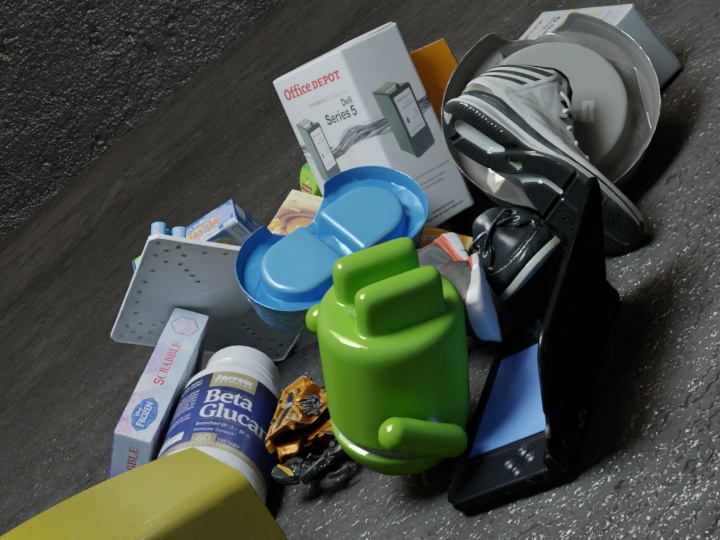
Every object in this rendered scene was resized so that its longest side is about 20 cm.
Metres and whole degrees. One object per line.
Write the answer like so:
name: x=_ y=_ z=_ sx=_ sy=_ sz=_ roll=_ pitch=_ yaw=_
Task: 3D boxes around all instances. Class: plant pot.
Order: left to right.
plant pot: x=-0.147 y=0.254 z=1.098 sx=0.176 sy=0.201 sz=0.200 roll=-38 pitch=17 yaw=-18

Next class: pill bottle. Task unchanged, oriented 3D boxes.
pill bottle: x=-0.133 y=0.163 z=1.357 sx=0.111 sy=0.111 sz=0.201 roll=-35 pitch=21 yaw=24

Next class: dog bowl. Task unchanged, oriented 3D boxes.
dog bowl: x=-0.024 y=-0.017 z=1.281 sx=0.199 sy=0.050 sz=0.111 roll=-36 pitch=55 yaw=-24
dog bowl: x=0.177 y=-0.138 z=1.277 sx=0.198 sy=0.059 sz=0.202 roll=-5 pitch=67 yaw=13

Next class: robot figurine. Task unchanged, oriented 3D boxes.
robot figurine: x=-0.005 y=0.118 z=1.253 sx=0.199 sy=0.058 sz=0.145 roll=-27 pitch=24 yaw=26
robot figurine: x=0.028 y=0.076 z=1.089 sx=0.115 sy=0.201 sz=0.176 roll=-20 pitch=40 yaw=-17

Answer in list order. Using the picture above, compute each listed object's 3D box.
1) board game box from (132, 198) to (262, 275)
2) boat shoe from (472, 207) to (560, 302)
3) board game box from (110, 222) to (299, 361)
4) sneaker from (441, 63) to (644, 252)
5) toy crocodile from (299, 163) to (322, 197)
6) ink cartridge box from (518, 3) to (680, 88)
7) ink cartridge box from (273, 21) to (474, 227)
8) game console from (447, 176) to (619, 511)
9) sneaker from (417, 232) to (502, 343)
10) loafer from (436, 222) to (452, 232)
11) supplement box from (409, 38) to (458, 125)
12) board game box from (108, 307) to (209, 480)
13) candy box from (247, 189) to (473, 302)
board game box: x=-0.138 y=0.015 z=1.528 sx=0.135 sy=0.200 sz=0.035 roll=-31 pitch=50 yaw=15
boat shoe: x=0.126 y=-0.024 z=1.203 sx=0.075 sy=0.066 sz=0.199 roll=-45 pitch=0 yaw=9
board game box: x=-0.147 y=0.026 z=1.464 sx=0.200 sy=0.198 sz=0.026 roll=122 pitch=150 yaw=-50
sneaker: x=0.178 y=-0.111 z=1.191 sx=0.115 sy=0.200 sz=0.076 roll=-47 pitch=-8 yaw=-32
toy crocodile: x=-0.027 y=-0.057 z=1.513 sx=0.067 sy=0.202 sz=0.062 roll=-7 pitch=-7 yaw=-29
ink cartridge box: x=0.212 y=-0.192 z=1.431 sx=0.145 sy=0.088 sz=0.200 roll=-47 pitch=18 yaw=-6
ink cartridge box: x=0.011 y=-0.133 z=1.420 sx=0.084 sy=0.202 sz=0.145 roll=-30 pitch=9 yaw=-31
game console: x=0.125 y=0.056 z=1.050 sx=0.175 sy=0.116 sz=0.201 roll=-27 pitch=25 yaw=39
sneaker: x=0.067 y=0.025 z=1.184 sx=0.081 sy=0.078 sz=0.200 roll=-17 pitch=12 yaw=-3
loafer: x=0.030 y=0.010 z=1.401 sx=0.070 sy=0.070 sz=0.200 roll=-20 pitch=27 yaw=49
supplement box: x=0.054 y=-0.143 z=1.502 sx=0.073 sy=0.127 sz=0.200 roll=-28 pitch=-6 yaw=-31
board game box: x=-0.213 y=0.177 z=1.433 sx=0.200 sy=0.041 sz=0.201 roll=-71 pitch=-4 yaw=-54
candy box: x=0.000 y=0.000 z=1.335 sx=0.198 sy=0.056 sz=0.116 roll=16 pitch=51 yaw=18
